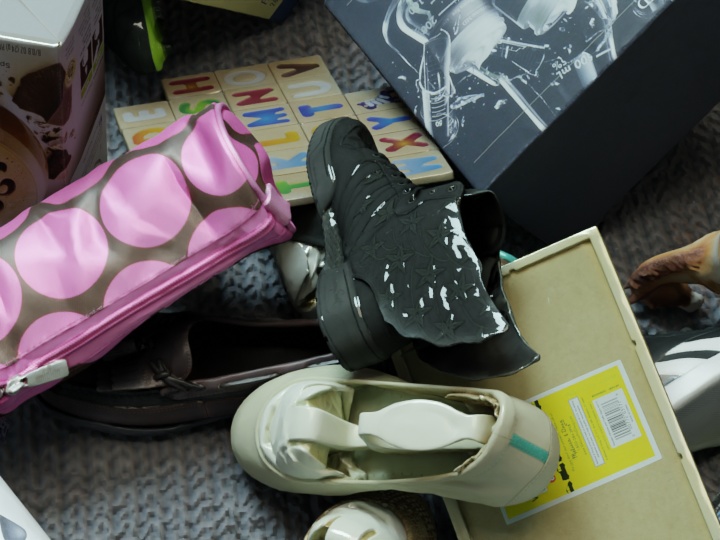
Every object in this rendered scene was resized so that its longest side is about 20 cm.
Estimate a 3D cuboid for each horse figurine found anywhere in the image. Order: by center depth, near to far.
[{"bbox_3d":[0.226,-0.003,1.452,0.132,0.200,0.050,10,83,-8],"label":"horse figurine"}]

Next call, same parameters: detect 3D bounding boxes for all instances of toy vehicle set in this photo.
[{"bbox_3d":[0.099,0.091,1.381,0.124,0.027,0.201,-23,67,6],"label":"toy vehicle set"}]

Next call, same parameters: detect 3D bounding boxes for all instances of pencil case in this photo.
[{"bbox_3d":[-0.128,-0.002,1.419,0.200,0.091,0.094,-34,32,-3],"label":"pencil case"}]

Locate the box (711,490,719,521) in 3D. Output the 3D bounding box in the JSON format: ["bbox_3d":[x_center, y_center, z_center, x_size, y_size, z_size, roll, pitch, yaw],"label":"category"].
[{"bbox_3d":[0.284,0.144,1.397,0.193,0.048,0.200,31,53,21],"label":"box"}]

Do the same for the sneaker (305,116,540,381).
[{"bbox_3d":[0.031,-0.017,1.396,0.104,0.060,0.200,-23,42,20],"label":"sneaker"}]

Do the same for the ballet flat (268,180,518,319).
[{"bbox_3d":[0.000,0.000,1.498,0.199,0.068,0.069,19,74,38],"label":"ballet flat"}]

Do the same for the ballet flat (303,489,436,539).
[{"bbox_3d":[-0.013,0.164,1.352,0.070,0.066,0.200,15,47,15],"label":"ballet flat"}]

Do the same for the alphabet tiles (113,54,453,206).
[{"bbox_3d":[-0.050,-0.079,1.570,0.166,0.008,0.200,-10,27,-9],"label":"alphabet tiles"}]

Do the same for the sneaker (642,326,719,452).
[{"bbox_3d":[0.151,0.045,1.465,0.199,0.073,0.112,-23,52,-21],"label":"sneaker"}]

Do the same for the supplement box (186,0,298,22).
[{"bbox_3d":[-0.123,-0.272,1.636,0.200,0.134,0.200,47,22,27],"label":"supplement box"}]

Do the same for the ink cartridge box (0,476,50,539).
[{"bbox_3d":[-0.233,0.155,1.338,0.144,0.085,0.200,-26,53,-25],"label":"ink cartridge box"}]

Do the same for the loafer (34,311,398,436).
[{"bbox_3d":[-0.076,0.045,1.463,0.199,0.063,0.072,2,46,0],"label":"loafer"}]

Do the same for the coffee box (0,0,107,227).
[{"bbox_3d":[-0.199,-0.072,1.475,0.112,0.201,0.080,9,43,8],"label":"coffee box"}]

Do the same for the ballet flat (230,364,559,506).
[{"bbox_3d":[0.004,0.079,1.366,0.199,0.070,0.070,0,40,34],"label":"ballet flat"}]

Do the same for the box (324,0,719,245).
[{"bbox_3d":[0.115,-0.150,1.560,0.200,0.104,0.182,-46,54,10],"label":"box"}]

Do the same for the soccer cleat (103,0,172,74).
[{"bbox_3d":[-0.172,-0.176,1.674,0.081,0.068,0.200,-22,44,-9],"label":"soccer cleat"}]
